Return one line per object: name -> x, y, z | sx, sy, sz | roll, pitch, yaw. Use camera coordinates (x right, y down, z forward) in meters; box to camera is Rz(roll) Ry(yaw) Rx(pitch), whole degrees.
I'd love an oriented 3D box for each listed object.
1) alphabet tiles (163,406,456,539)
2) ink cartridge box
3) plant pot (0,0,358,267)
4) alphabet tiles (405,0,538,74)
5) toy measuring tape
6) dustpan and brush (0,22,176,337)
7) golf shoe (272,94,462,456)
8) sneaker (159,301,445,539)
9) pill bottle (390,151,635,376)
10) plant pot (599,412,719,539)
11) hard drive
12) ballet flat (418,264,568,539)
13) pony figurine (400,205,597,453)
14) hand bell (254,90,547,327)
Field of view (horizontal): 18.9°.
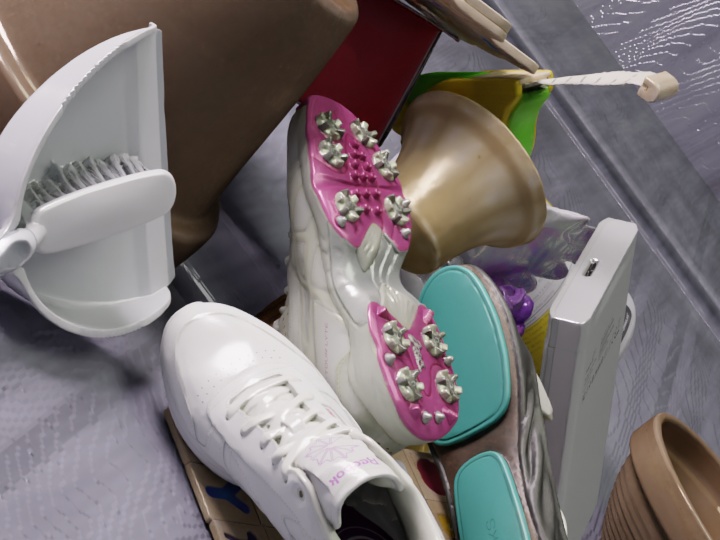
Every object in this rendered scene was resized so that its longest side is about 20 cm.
alphabet tiles -> -0.007, 0.121, 1.079 | 0.200, 0.006, 0.167 | 15, 39, -44
ink cartridge box -> -0.063, -0.158, 1.254 | 0.200, 0.084, 0.176 | 27, 5, -19
plant pot -> -0.099, -0.119, 1.098 | 0.200, 0.174, 0.200 | 49, 16, -20
alphabet tiles -> 0.010, -0.176, 1.214 | 0.195, 0.015, 0.200 | 32, 3, -28
toy measuring tape -> 0.095, -0.079, 1.241 | 0.073, 0.200, 0.074 | -5, 97, -48
dustpan and brush -> -0.139, -0.019, 0.948 | 0.200, 0.057, 0.140 | -23, 121, -43
golf shoe -> -0.016, 0.006, 1.096 | 0.075, 0.091, 0.201 | 18, 49, -45
sneaker -> -0.018, 0.083, 0.989 | 0.200, 0.075, 0.100 | 50, -24, 18
pill bottle -> 0.098, -0.004, 1.533 | 0.200, 0.112, 0.112 | 46, 18, -27
plant pot -> 0.230, 0.206, 1.510 | 0.201, 0.093, 0.201 | 48, 18, -21
hard drive -> 0.128, 0.086, 1.297 | 0.026, 0.201, 0.132 | 14, 30, 15
ballet flat -> 0.071, 0.096, 1.136 | 0.068, 0.068, 0.201 | 27, 48, -50
pony figurine -> 0.043, 0.023, 1.297 | 0.193, 0.166, 0.201 | 24, 47, -44
hand bell -> 0.000, 0.000, 1.171 | 0.104, 0.200, 0.104 | 33, -33, 25
